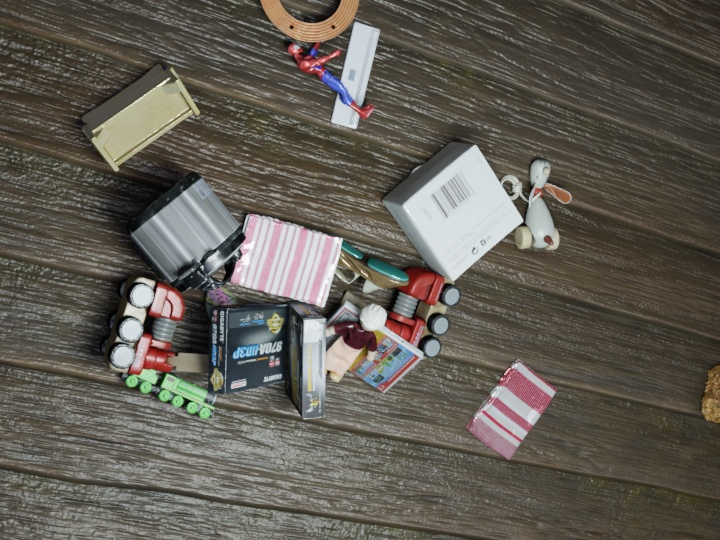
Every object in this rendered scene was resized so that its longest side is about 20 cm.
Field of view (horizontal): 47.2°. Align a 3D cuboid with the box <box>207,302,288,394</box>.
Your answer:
[{"bbox_3d":[-0.214,0.146,1.591,0.199,0.046,0.161,1,92,-61],"label":"box"}]

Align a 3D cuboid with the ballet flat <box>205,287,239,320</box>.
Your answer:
[{"bbox_3d":[-0.252,0.129,1.635,0.069,0.071,0.202,-19,106,-17],"label":"ballet flat"}]

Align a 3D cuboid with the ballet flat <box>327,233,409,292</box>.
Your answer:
[{"bbox_3d":[0.000,0.000,1.672,0.199,0.068,0.073,27,109,3],"label":"ballet flat"}]

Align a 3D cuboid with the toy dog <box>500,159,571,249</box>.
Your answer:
[{"bbox_3d":[0.390,-0.129,1.773,0.131,0.096,0.202,-24,107,-12],"label":"toy dog"}]

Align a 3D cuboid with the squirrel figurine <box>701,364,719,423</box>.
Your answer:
[{"bbox_3d":[0.926,0.334,2.033,0.198,0.142,0.188,12,108,-5],"label":"squirrel figurine"}]

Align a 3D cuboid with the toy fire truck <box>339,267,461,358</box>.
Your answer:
[{"bbox_3d":[0.079,0.071,1.715,0.199,0.128,0.178,19,95,-30],"label":"toy fire truck"}]

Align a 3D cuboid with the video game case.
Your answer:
[{"bbox_3d":[0.010,0.161,1.698,0.199,0.018,0.143,34,126,-12],"label":"video game case"}]

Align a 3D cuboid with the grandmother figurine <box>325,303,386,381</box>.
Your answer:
[{"bbox_3d":[-0.017,0.139,1.645,0.120,0.061,0.200,22,127,-28],"label":"grandmother figurine"}]

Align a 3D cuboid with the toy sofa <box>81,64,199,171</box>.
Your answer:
[{"bbox_3d":[-0.405,-0.282,1.510,0.199,0.098,0.083,-37,134,-7],"label":"toy sofa"}]

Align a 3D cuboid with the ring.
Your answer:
[{"bbox_3d":[-0.098,-0.535,1.567,0.198,0.019,0.203,0,91,-16],"label":"ring"}]

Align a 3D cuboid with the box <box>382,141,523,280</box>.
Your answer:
[{"bbox_3d":[0.188,-0.124,1.692,0.199,0.131,0.201,-39,110,-7],"label":"box"}]

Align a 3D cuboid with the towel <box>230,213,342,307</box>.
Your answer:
[{"bbox_3d":[-0.146,-0.019,1.633,0.198,0.030,0.148,15,97,-1],"label":"towel"}]

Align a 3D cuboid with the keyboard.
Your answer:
[{"bbox_3d":[-0.010,-0.388,1.643,0.056,0.011,0.202,12,97,-14],"label":"keyboard"}]

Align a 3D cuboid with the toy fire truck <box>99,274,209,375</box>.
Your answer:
[{"bbox_3d":[-0.368,0.120,1.564,0.199,0.128,0.178,19,86,-31],"label":"toy fire truck"}]

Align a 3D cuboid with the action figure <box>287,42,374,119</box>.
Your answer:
[{"bbox_3d":[-0.046,-0.392,1.597,0.199,0.065,0.099,33,95,-17],"label":"action figure"}]

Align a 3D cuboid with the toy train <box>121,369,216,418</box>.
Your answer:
[{"bbox_3d":[-0.375,0.235,1.636,0.199,0.042,0.057,28,81,-20],"label":"toy train"}]

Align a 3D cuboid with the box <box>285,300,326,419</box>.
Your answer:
[{"bbox_3d":[-0.111,0.173,1.643,0.048,0.158,0.202,-2,102,-18],"label":"box"}]

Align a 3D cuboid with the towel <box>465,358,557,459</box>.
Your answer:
[{"bbox_3d":[0.350,0.320,1.890,0.144,0.023,0.201,37,88,-21],"label":"towel"}]

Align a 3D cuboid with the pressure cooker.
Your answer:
[{"bbox_3d":[-0.309,-0.056,1.515,0.176,0.178,0.200,-45,104,-26],"label":"pressure cooker"}]
